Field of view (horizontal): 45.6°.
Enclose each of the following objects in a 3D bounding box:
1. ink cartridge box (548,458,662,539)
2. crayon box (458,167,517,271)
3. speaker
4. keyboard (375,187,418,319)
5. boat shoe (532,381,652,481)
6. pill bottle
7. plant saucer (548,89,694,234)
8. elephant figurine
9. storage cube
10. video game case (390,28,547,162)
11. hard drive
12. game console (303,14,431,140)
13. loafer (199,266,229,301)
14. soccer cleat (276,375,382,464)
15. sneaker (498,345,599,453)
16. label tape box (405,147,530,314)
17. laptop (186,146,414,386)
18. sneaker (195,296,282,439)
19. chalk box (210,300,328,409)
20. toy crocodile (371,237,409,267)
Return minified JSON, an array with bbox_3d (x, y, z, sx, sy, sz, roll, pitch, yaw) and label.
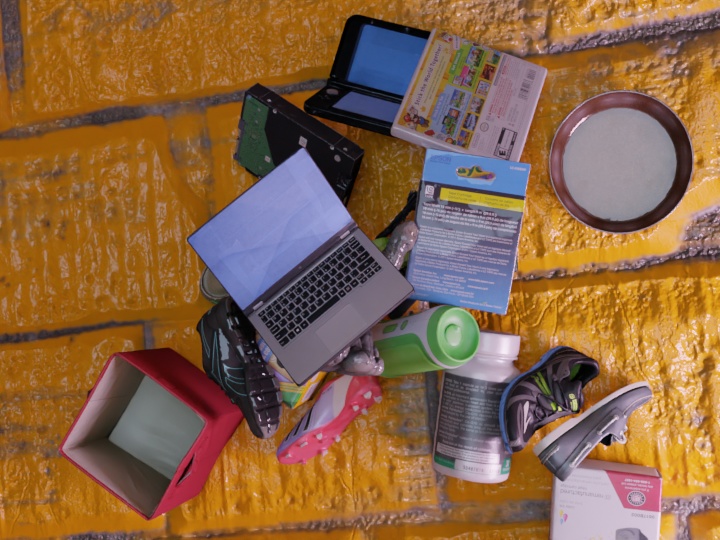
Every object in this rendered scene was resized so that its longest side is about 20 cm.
[{"bbox_3d":[0.333,0.369,1.178,0.145,0.086,0.204,3,87,12],"label":"ink cartridge box"},{"bbox_3d":[0.164,-0.098,1.251,0.124,0.052,0.204,-2,87,13],"label":"crayon box"},{"bbox_3d":[0.079,0.101,1.189,0.087,0.199,0.090,7,76,-29],"label":"speaker"},{"bbox_3d":[0.075,-0.036,1.248,0.200,0.020,0.128,-49,61,27],"label":"keyboard"},{"bbox_3d":[0.327,0.218,1.162,0.198,0.073,0.062,-25,63,-20],"label":"boat shoe"},{"bbox_3d":[0.166,0.186,1.208,0.111,0.113,0.204,7,90,13],"label":"pill bottle"},{"bbox_3d":[0.368,-0.152,1.217,0.197,0.034,0.204,-1,87,13],"label":"plant saucer"},{"bbox_3d":[-0.018,0.034,1.143,0.153,0.141,0.203,8,79,-11],"label":"elephant figurine"},{"bbox_3d":[-0.301,0.232,1.277,0.199,0.180,0.172,32,95,13],"label":"storage cube"},{"bbox_3d":[0.157,-0.240,1.213,0.180,0.023,0.202,20,62,4],"label":"video game case"},{"bbox_3d":[-0.096,-0.172,1.280,0.198,0.038,0.141,32,136,12],"label":"hard drive"},{"bbox_3d":[0.038,-0.284,1.258,0.197,0.176,0.118,16,120,13],"label":"game console"},{"bbox_3d":[-0.173,-0.024,1.315,0.199,0.067,0.076,-38,80,8],"label":"loafer"},{"bbox_3d":[-0.052,0.215,1.289,0.200,0.066,0.077,-42,49,14],"label":"soccer cleat"},{"bbox_3d":[0.255,0.170,1.157,0.082,0.199,0.072,9,127,47],"label":"sneaker"},{"bbox_3d":[0.141,-0.055,1.152,0.142,0.063,0.203,9,100,5],"label":"label tape box"},{"bbox_3d":[-0.072,-0.006,1.048,0.187,0.116,0.200,-39,59,-6],"label":"laptop"},{"bbox_3d":[-0.169,0.140,1.190,0.079,0.075,0.203,-26,77,24],"label":"sneaker"},{"bbox_3d":[-0.131,0.091,1.273,0.199,0.124,0.125,36,96,10],"label":"chalk box"},{"bbox_3d":[0.000,0.000,1.257,0.198,0.061,0.069,-22,77,36],"label":"toy crocodile"}]
